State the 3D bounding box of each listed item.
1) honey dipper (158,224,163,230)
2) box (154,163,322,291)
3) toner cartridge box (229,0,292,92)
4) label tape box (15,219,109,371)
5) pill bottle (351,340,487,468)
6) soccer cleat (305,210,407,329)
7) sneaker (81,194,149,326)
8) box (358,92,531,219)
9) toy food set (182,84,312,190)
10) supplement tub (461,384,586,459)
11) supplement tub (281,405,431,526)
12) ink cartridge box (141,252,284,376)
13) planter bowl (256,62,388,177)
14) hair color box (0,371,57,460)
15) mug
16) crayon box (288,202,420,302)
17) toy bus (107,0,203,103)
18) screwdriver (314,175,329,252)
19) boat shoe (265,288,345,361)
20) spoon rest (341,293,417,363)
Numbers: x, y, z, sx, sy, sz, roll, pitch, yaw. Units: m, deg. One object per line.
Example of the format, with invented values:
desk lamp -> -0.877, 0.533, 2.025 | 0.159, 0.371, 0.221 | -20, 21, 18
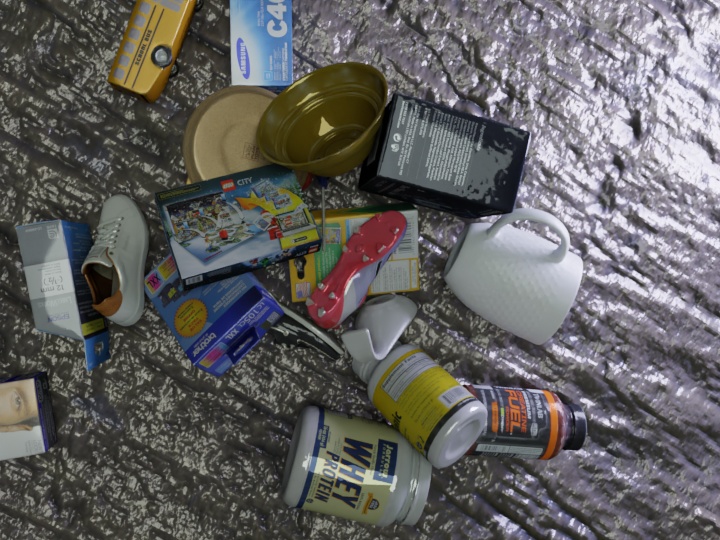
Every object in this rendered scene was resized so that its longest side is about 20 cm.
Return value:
honey dipper -> -0.242, -0.145, 1.049 | 0.038, 0.038, 0.202 | 26, 84, -7
box -> -0.167, -0.066, 0.959 | 0.197, 0.038, 0.138 | -16, 66, -18
toner cartridge box -> -0.149, -0.375, 1.052 | 0.093, 0.043, 0.204 | -2, 91, -6
label tape box -> -0.408, 0.036, 0.973 | 0.065, 0.143, 0.204 | -9, 92, -7
pill bottle -> 0.079, 0.179, 1.017 | 0.111, 0.111, 0.200 | -46, 56, -4
soccer cleat -> 0.000, 0.000, 1.015 | 0.067, 0.076, 0.201 | 39, 90, 32
sneaker -> -0.347, -0.029, 0.979 | 0.072, 0.085, 0.203 | -20, 65, 14
box -> 0.112, -0.157, 1.012 | 0.196, 0.197, 0.120 | 13, 90, -8
toy food set -> -0.165, -0.171, 1.036 | 0.195, 0.049, 0.204 | -6, 93, -20
supplement tub -> 0.244, 0.236, 1.082 | 0.196, 0.107, 0.109 | 5, 90, -8
supplement tub -> -0.007, 0.291, 1.029 | 0.197, 0.145, 0.148 | 15, 89, -7
ink cartridge box -> -0.202, 0.050, 0.984 | 0.136, 0.076, 0.200 | -43, 63, 0
planter bowl -> -0.041, -0.195, 0.986 | 0.199, 0.201, 0.084 | -38, 138, -5
hair color box -> -0.550, 0.218, 0.999 | 0.196, 0.065, 0.111 | -9, 91, -9
mug -> 0.229, -0.009, 1.038 | 0.173, 0.201, 0.149 | 25, 43, -1
crayon box -> -0.012, -0.028, 1.055 | 0.196, 0.052, 0.128 | -5, 109, -8
toy bus -> -0.295, -0.351, 1.023 | 0.077, 0.065, 0.203 | 20, 89, -6
screwdriver -> -0.052, -0.109, 1.020 | 0.029, 0.202, 0.028 | -28, 137, 23
boat shoe -> -0.115, 0.083, 1.049 | 0.199, 0.074, 0.061 | 35, 87, -4
spoon rest -> 0.025, 0.084, 1.008 | 0.098, 0.200, 0.062 | -13, 100, 20
